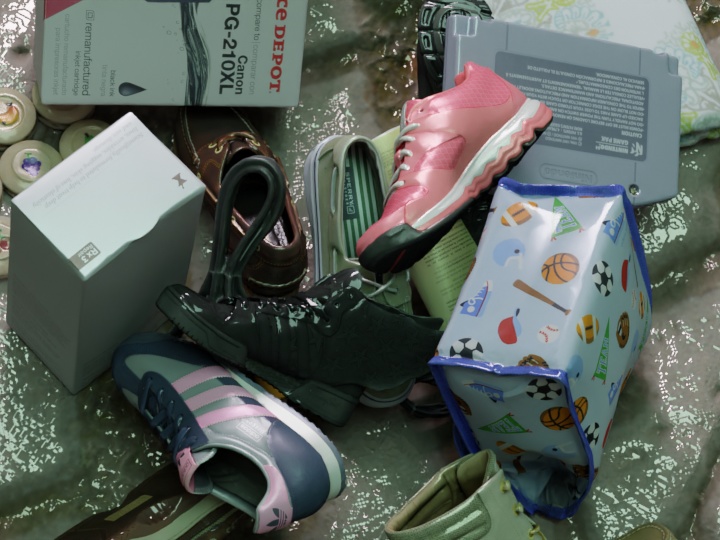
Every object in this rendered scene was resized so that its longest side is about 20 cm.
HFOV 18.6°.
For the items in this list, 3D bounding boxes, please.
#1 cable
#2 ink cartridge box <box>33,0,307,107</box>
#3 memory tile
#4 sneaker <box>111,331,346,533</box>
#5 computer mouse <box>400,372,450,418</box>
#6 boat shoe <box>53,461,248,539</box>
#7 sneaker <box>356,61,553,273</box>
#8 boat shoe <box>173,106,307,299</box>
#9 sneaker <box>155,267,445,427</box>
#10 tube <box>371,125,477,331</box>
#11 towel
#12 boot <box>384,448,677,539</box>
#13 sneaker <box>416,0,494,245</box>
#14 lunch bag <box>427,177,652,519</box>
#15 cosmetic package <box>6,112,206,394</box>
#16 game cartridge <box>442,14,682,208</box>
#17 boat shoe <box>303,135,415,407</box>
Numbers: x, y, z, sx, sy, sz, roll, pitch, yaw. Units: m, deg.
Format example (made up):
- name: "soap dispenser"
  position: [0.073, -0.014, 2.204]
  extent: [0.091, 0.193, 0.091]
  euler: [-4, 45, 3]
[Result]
- name: "cable"
  position: [-0.095, 0.018, 1.563]
  extent: [0.097, 0.050, 0.201]
  euler: [4, 92, 16]
- name: "ink cartridge box"
  position: [-0.141, -0.204, 1.653]
  extent: [0.199, 0.145, 0.084]
  euler: [0, 26, -14]
- name: "memory tile"
  position: [-0.270, -0.068, 1.651]
  extent: [0.199, 0.017, 0.154]
  euler: [-22, 68, -19]
- name: "sneaker"
  position: [-0.108, 0.108, 1.488]
  extent: [0.199, 0.070, 0.082]
  euler: [28, 39, 28]
- name: "computer mouse"
  position: [-0.004, 0.073, 1.621]
  extent: [0.199, 0.034, 0.059]
  euler: [14, 74, -11]
- name: "boat shoe"
  position: [-0.129, 0.185, 1.523]
  extent: [0.202, 0.075, 0.075]
  euler: [-27, 111, -33]
- name: "sneaker"
  position: [0.048, -0.074, 1.562]
  extent: [0.087, 0.074, 0.200]
  euler: [44, 57, 4]
- name: "boat shoe"
  position: [-0.086, -0.067, 1.637]
  extent: [0.070, 0.070, 0.200]
  euler: [-16, 54, -18]
- name: "sneaker"
  position: [-0.037, 0.034, 1.515]
  extent: [0.199, 0.060, 0.104]
  euler: [34, 92, -24]
- name: "tube"
  position: [0.059, -0.010, 1.634]
  extent: [0.058, 0.052, 0.201]
  euler: [-31, 87, 11]
- name: "towel"
  position: [0.185, -0.165, 1.768]
  extent: [0.199, 0.048, 0.172]
  euler: [-14, 69, -17]
- name: "boot"
  position: [0.122, 0.188, 1.517]
  extent: [0.199, 0.072, 0.155]
  euler: [-29, 107, -19]
- name: "sneaker"
  position: [0.078, -0.113, 1.705]
  extent: [0.076, 0.091, 0.201]
  euler: [1, 85, -3]
- name: "lunch bag"
  position: [0.136, 0.060, 1.563]
  extent: [0.123, 0.200, 0.171]
  euler: [7, 58, 27]
- name: "cosmetic package"
  position: [-0.180, -0.008, 1.531]
  extent: [0.113, 0.200, 0.081]
  euler: [-39, 75, -26]
- name: "game cartridge"
  position: [0.151, -0.113, 1.664]
  extent: [0.199, 0.040, 0.134]
  euler: [8, 76, -24]
- name: "boat shoe"
  position: [0.000, 0.000, 1.581]
  extent: [0.072, 0.062, 0.201]
  euler: [-13, 89, -17]
